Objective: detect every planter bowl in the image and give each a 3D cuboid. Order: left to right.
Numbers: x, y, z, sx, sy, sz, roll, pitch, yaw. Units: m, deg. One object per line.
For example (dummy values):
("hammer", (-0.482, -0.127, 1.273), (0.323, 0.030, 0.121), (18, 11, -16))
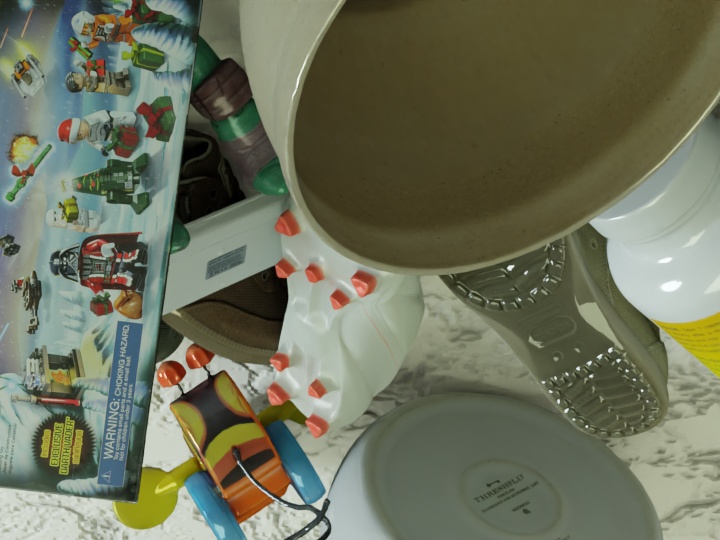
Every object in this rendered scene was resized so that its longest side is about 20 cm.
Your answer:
("planter bowl", (0.036, -0.117, 0.751), (0.199, 0.135, 0.201), (-19, 141, -17))

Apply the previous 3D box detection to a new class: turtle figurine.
("turtle figurine", (-0.102, -0.110, 0.834), (0.149, 0.101, 0.201), (-21, 116, 11))

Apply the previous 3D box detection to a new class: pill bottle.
("pill bottle", (0.186, -0.002, 0.939), (0.104, 0.105, 0.200), (-30, 130, 31))

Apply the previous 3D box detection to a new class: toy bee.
("toy bee", (-0.063, 0.085, 1.040), (0.109, 0.130, 0.200), (59, 150, -4))

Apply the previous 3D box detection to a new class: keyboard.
("keyboard", (-0.063, -0.010, 0.926), (0.199, 0.011, 0.056), (-24, 153, -28))

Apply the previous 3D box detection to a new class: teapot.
("teapot", (0.063, 0.172, 1.072), (0.198, 0.198, 0.147), (10, 127, -9))

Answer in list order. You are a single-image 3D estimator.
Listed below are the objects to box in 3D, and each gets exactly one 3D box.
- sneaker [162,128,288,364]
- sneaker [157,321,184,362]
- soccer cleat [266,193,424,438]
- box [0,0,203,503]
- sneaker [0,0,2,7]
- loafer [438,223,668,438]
("sneaker", (-0.080, -0.022, 0.956), (0.075, 0.071, 0.199), (-40, 131, 20))
("sneaker", (-0.196, 0.033, 0.998), (0.198, 0.077, 0.114), (-20, 153, 19))
("soccer cleat", (0.000, 0.000, 0.942), (0.069, 0.077, 0.201), (38, 145, 19))
("box", (-0.140, -0.019, 0.766), (0.135, 0.040, 0.202), (7, 96, -7))
("sneaker", (-0.158, -0.167, 0.703), (0.067, 0.202, 0.090), (-1, 149, -30))
("loafer", (0.088, -0.006, 0.971), (0.075, 0.069, 0.201), (-20, 118, 26))
